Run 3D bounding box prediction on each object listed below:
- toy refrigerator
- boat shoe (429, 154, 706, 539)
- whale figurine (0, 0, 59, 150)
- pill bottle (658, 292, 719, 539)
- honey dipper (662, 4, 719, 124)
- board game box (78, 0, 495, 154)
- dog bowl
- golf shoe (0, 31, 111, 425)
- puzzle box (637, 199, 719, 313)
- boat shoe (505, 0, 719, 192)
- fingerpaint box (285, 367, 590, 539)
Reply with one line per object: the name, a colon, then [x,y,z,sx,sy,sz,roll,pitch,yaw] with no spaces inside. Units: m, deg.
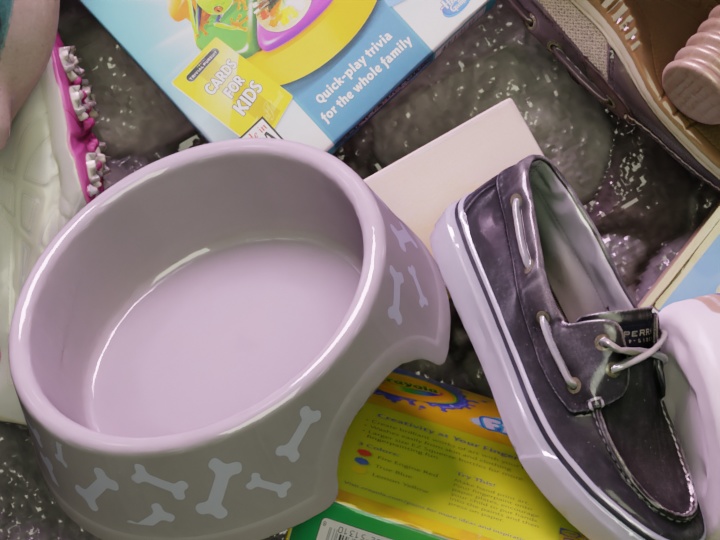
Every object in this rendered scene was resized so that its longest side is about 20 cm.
toy refrigerator: [0.000,0.000,1.293,0.200,0.076,0.070,-29,88,-2]
boat shoe: [0.098,0.038,1.186,0.071,0.072,0.200,-46,64,35]
whale figurine: [-0.219,-0.088,1.262,0.104,0.159,0.201,14,105,-37]
pill bottle: [0.236,0.052,1.211,0.199,0.111,0.111,-10,87,-11]
honey dipper: [0.210,-0.146,1.289,0.038,0.038,0.200,41,62,2]
board game box: [-0.056,-0.153,1.315,0.151,0.047,0.200,-43,88,-2]
dog bowl: [-0.063,0.025,1.188,0.199,0.059,0.201,-14,45,15]
golf shoe: [-0.160,-0.022,1.298,0.091,0.075,0.201,-9,86,3]
puzzle box: [0.220,0.014,1.317,0.133,0.025,0.200,38,88,1]
boat shoe: [0.129,-0.112,1.304,0.073,0.065,0.200,-37,86,-30]
fingerpaint box: [0.070,0.127,1.236,0.199,0.167,0.074,18,111,1]
